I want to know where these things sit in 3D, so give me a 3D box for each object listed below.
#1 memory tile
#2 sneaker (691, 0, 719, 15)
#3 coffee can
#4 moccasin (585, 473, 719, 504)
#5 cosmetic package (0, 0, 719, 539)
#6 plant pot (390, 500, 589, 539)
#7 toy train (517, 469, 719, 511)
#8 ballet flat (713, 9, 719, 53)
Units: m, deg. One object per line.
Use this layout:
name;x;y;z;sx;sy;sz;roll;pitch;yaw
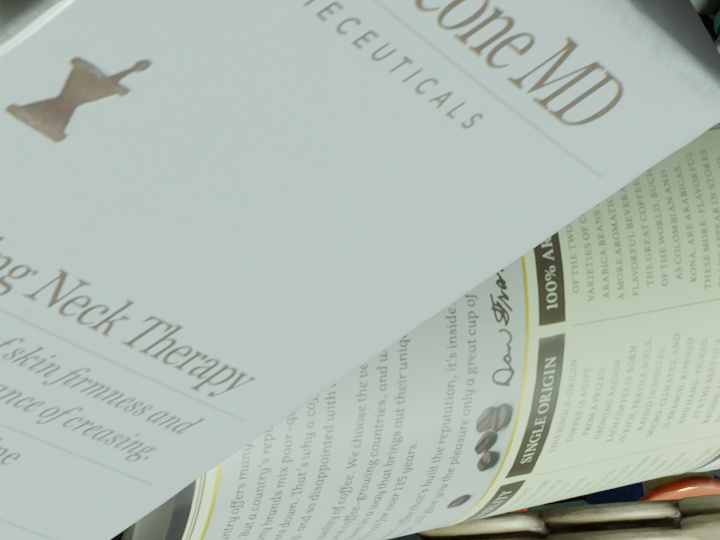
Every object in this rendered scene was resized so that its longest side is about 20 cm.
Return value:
memory tile;0.131;0.077;0.835;0.200;0.017;0.153;-10;171;40
sneaker;0.129;-0.124;0.691;0.199;0.076;0.114;-6;145;-39
coffee can;0.000;0.000;0.717;0.199;0.147;0.147;-9;148;-28
moccasin;0.090;0.159;1.139;0.068;0.081;0.200;13;135;-43
cosmetic package;-0.070;-0.064;0.528;0.200;0.167;0.167;-35;151;15
plant pot;0.052;0.157;1.025;0.135;0.200;0.200;-57;160;-19
toy train;0.094;0.059;0.942;0.200;0.056;0.150;-3;172;-40
ballet flat;0.174;-0.054;0.715;0.200;0.072;0.072;-13;152;-39
